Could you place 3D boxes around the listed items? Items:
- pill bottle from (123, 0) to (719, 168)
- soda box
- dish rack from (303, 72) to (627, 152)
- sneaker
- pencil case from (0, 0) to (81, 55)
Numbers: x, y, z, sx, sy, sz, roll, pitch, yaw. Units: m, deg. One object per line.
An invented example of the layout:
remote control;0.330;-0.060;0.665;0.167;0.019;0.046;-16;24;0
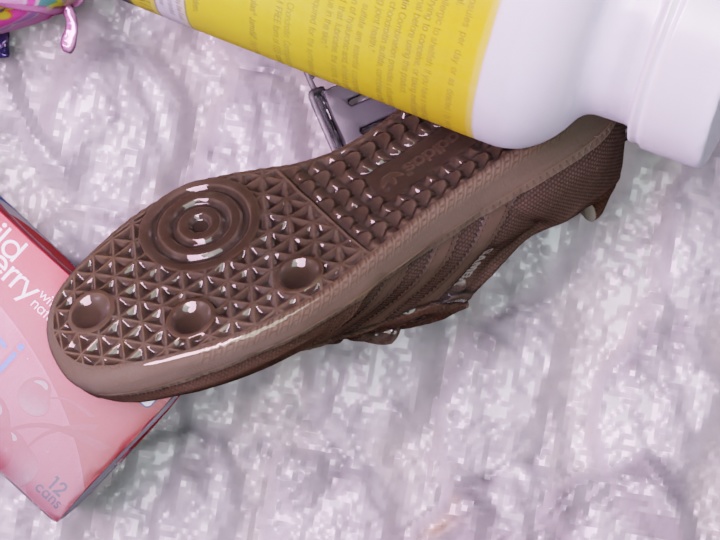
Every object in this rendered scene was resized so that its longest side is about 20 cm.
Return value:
pill bottle;0.023;-0.103;0.897;0.200;0.112;0.112;22;89;9
soda box;-0.148;-0.009;0.980;0.200;0.070;0.063;44;90;-2
dish rack;0.028;-0.125;0.994;0.153;0.055;0.200;-23;90;-1
sneaker;0.000;0.000;0.951;0.200;0.076;0.070;-27;49;-10
pencil case;-0.125;-0.172;0.968;0.087;0.087;0.201;2;90;-1
